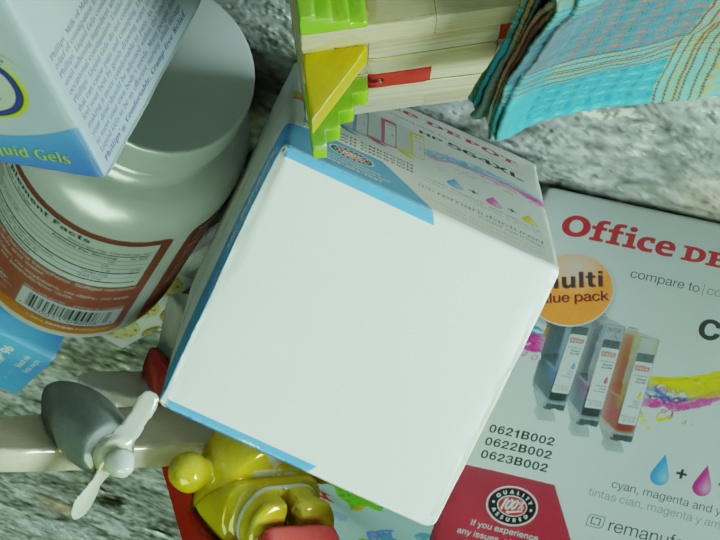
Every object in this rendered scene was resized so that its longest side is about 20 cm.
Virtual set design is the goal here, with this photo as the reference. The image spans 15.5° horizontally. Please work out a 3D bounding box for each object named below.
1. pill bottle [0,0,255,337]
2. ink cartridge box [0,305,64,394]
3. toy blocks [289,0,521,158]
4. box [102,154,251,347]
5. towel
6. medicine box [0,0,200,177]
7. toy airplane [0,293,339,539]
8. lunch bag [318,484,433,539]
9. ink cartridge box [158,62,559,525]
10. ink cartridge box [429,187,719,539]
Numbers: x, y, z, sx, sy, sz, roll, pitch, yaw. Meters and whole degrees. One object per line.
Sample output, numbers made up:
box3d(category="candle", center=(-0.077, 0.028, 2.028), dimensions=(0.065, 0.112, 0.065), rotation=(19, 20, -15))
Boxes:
box3d(category="pill bottle", center=(-0.115, -0.053, 1.228), dimensions=(0.112, 0.113, 0.200), rotation=(24, 153, -8))
box3d(category="ink cartridge box", center=(-0.231, -0.038, 1.329), dimensions=(0.199, 0.117, 0.068), rotation=(27, 152, -16))
box3d(category="toy blocks", center=(0.041, -0.106, 1.021), dimensions=(0.136, 0.101, 0.200), rotation=(-8, 172, -2))
box3d(category="box", center=(-0.092, -0.007, 1.376), dimensions=(0.041, 0.039, 0.200), rotation=(30, 152, -21))
box3d(category="towel", center=(0.147, -0.093, 0.946), dimensions=(0.199, 0.022, 0.147), rotation=(-10, 164, -11))
box3d(category="medicine box", center=(-0.187, -0.145, 1.036), dimensions=(0.181, 0.103, 0.200), rotation=(10, 149, 26))
box3d(category="toy airplane", center=(-0.059, 0.080, 1.278), dimensions=(0.198, 0.200, 0.142), rotation=(30, 129, 7))
box3d(category="lunch bag", center=(-0.013, 0.113, 1.497), dimensions=(0.160, 0.083, 0.200), rotation=(21, 153, -4))
box3d(category="ink cartridge box", center=(0.000, 0.000, 1.161), dimensions=(0.128, 0.126, 0.200), rotation=(24, -165, -7))
box3d(category="ink cartridge box", center=(0.128, 0.090, 1.229), dimensions=(0.144, 0.201, 0.145), rotation=(13, 150, 13))
